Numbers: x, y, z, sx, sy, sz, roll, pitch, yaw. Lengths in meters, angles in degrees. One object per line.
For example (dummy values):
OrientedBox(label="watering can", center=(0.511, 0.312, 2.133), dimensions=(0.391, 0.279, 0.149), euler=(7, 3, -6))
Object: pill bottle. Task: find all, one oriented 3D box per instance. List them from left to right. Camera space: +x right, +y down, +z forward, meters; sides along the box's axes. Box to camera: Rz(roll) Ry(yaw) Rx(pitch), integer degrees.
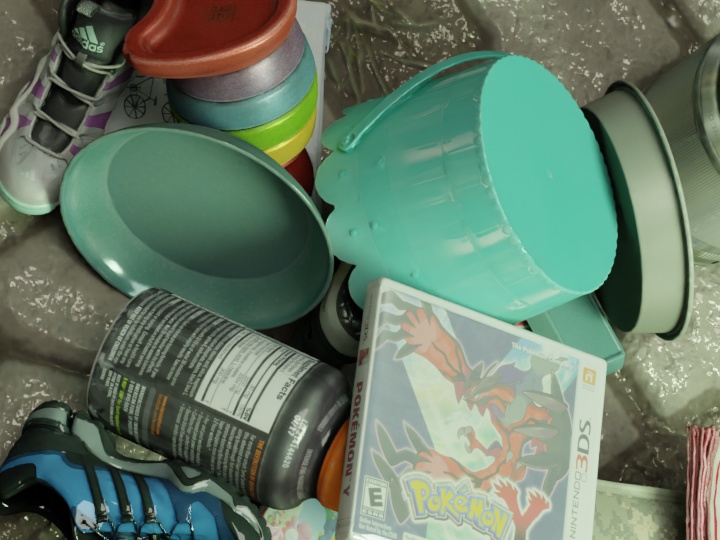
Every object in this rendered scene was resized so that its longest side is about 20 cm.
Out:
OrientedBox(label="pill bottle", center=(-0.078, 0.096, 1.494), dimensions=(0.199, 0.106, 0.106), euler=(24, 64, 15))

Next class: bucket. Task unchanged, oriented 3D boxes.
OrientedBox(label="bucket", center=(0.081, -0.050, 1.555), dimensions=(0.207, 0.134, 0.208), euler=(32, 48, -45))

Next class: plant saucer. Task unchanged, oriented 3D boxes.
OrientedBox(label="plant saucer", center=(-0.110, -0.037, 1.518), dimensions=(0.200, 0.200, 0.036), euler=(30, 49, -11))
OrientedBox(label="plant saucer", center=(0.137, -0.006, 1.682), dimensions=(0.070, 0.019, 0.201), euler=(-19, 75, -41))

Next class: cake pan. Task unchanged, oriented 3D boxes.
OrientedBox(label="cake pan", center=(0.198, -0.042, 1.643), dimensions=(0.037, 0.200, 0.201), euler=(-12, 79, -9))

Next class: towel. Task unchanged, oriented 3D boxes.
OrientedBox(label="towel", center=(0.278, 0.205, 1.621), dimensions=(0.200, 0.023, 0.145), euler=(35, 54, -60))

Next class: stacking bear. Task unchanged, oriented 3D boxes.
OrientedBox(label="stacking bear", center=(-0.082, -0.113, 1.536), dimensions=(0.113, 0.200, 0.122), euler=(2, 48, 13))

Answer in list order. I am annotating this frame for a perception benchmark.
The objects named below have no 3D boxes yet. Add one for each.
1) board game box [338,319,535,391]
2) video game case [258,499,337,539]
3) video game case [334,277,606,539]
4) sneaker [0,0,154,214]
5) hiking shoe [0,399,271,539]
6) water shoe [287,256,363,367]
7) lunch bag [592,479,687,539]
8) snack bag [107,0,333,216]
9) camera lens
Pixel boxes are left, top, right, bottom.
OrientedBox(label="board game box", center=(0.052, 0.066, 1.642), dimensions=(0.096, 0.030, 0.200), euler=(44, 66, -5))
OrientedBox(label="video game case", center=(-0.022, 0.214, 1.547), dimensions=(0.143, 0.017, 0.200), euler=(39, 67, -22))
OrientedBox(label="video game case", center=(0.079, 0.119, 1.475), dimensions=(0.199, 0.023, 0.183), euler=(20, 65, -29))
OrientedBox(label="sneaker", center=(-0.196, -0.143, 1.521), dimensions=(0.077, 0.140, 0.201), euler=(24, 72, -1))
OrientedBox(label="hiking shoe", center=(-0.156, 0.168, 1.474), dimensions=(0.199, 0.075, 0.087), euler=(22, 54, 17))
OrientedBox(label="water shoe", center=(0.000, 0.000, 1.617), dimensions=(0.072, 0.079, 0.200), euler=(47, 38, -11))
OrientedBox(label="lunch bag", center=(0.176, 0.240, 1.586), dimensions=(0.199, 0.117, 0.165), euler=(12, 70, -29))
OrientedBox(label="snack bag", center=(-0.114, -0.130, 1.635), dimensions=(0.199, 0.021, 0.189), euler=(9, 71, -20))
OrientedBox(label="camera lens", center=(0.295, -0.098, 1.691), dimensions=(0.159, 0.200, 0.161), euler=(6, 73, -20))
